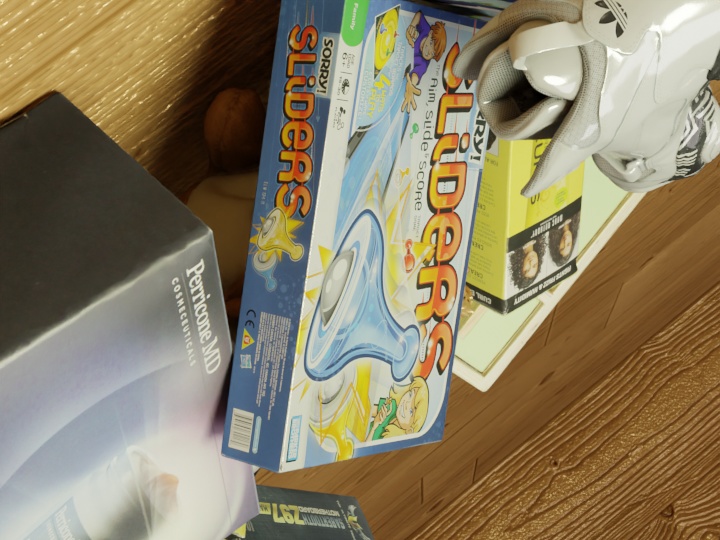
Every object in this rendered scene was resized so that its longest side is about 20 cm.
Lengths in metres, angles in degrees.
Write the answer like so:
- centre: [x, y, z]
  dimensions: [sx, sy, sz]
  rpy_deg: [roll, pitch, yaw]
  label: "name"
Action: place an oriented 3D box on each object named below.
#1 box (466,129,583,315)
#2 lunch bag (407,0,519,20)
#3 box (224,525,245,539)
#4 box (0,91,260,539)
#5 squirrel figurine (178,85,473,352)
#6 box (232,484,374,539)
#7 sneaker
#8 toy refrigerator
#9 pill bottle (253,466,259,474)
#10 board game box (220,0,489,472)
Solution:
- centre: [0.091, -0.080, 0.910]
  dimensions: [0.075, 0.050, 0.201]
  rpy_deg: [-27, 129, -37]
  label: "box"
- centre: [0.077, -0.170, 0.694]
  dimensions: [0.199, 0.128, 0.170]
  rpy_deg: [-22, 173, 24]
  label: "lunch bag"
- centre: [-0.161, 0.146, 0.945]
  dimensions: [0.199, 0.050, 0.075]
  rpy_deg: [-22, 143, 36]
  label: "box"
- centre: [-0.159, 0.068, 0.675]
  dimensions: [0.198, 0.123, 0.201]
  rpy_deg: [-35, 144, -24]
  label: "box"
- centre: [-0.017, -0.030, 0.823]
  dimensions: [0.187, 0.141, 0.200]
  rpy_deg: [-56, 146, -16]
  label: "squirrel figurine"
- centre: [-0.108, 0.209, 1.034]
  dimensions: [0.200, 0.051, 0.157]
  rpy_deg: [-35, 153, 22]
  label: "box"
- centre: [0.097, -0.074, 0.669]
  dimensions: [0.114, 0.075, 0.200]
  rpy_deg: [-25, 164, -11]
  label: "sneaker"
- centre: [0.108, -0.024, 1.049]
  dimensions: [0.076, 0.070, 0.200]
  rpy_deg: [34, 98, -37]
  label: "toy refrigerator"
- centre: [-0.116, 0.106, 1.020]
  dimensions: [0.111, 0.112, 0.200]
  rpy_deg: [-28, 161, -39]
  label: "pill bottle"
- centre: [0.004, -0.018, 0.707]
  dimensions: [0.135, 0.034, 0.202]
  rpy_deg: [-2, 102, -57]
  label: "board game box"
